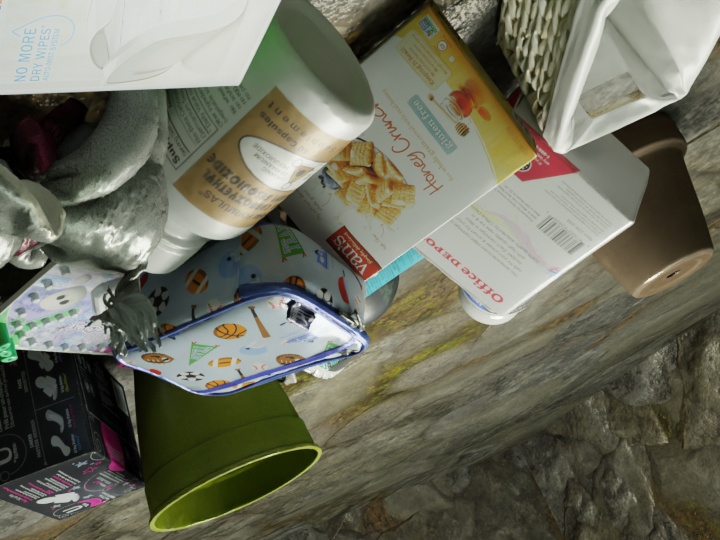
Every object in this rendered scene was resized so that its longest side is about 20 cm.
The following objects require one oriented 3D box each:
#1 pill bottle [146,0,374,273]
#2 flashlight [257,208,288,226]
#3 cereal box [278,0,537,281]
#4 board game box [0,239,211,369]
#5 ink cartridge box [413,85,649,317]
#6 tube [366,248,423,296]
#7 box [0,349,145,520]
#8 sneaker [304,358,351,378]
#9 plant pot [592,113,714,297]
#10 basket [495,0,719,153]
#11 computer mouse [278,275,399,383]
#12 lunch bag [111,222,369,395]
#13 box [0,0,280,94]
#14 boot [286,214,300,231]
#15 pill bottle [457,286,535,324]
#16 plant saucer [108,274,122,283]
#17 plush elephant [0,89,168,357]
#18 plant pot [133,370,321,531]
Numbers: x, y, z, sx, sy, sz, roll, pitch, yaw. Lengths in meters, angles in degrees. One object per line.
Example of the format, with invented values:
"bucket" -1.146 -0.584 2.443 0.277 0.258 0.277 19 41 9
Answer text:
"pill bottle" -0.095 -0.089 0.582 0.199 0.116 0.114 -36 157 25
"flashlight" -0.070 -0.001 0.749 0.067 0.068 0.200 -36 147 4
"cereal box" 0.023 -0.095 0.682 0.199 0.144 0.040 -37 -165 23
"board game box" -0.204 0.028 0.745 0.198 0.026 0.199 -36 157 20
"ink cartridge box" 0.149 -0.066 0.801 0.200 0.147 0.086 -42 -169 51
"tube" 0.000 0.000 0.931 0.198 0.050 0.078 -36 129 -8
"box" -0.318 0.171 0.891 0.112 0.134 0.201 -19 158 -7
"sneaker" -0.051 0.086 1.092 0.091 0.078 0.199 -38 158 19
"plant pot" 0.353 -0.067 1.072 0.197 0.177 0.201 -22 160 -9
"basket" 0.188 -0.207 0.630 0.133 0.125 0.201 -24 159 -7
"computer mouse" -0.032 0.046 0.985 0.197 0.053 0.141 -27 124 -15
"lunch bag" -0.091 0.042 0.691 0.197 0.077 0.160 -18 147 25
"box" -0.112 -0.184 0.376 0.174 0.098 0.200 -12 156 -38
"boot" 0.023 -0.085 0.800 0.129 0.069 0.200 -11 154 -45
"pill bottle" 0.188 -0.011 1.088 0.112 0.115 0.201 -21 158 -13
"plant saucer" -0.159 -0.028 0.755 0.197 0.037 0.201 -24 158 -10
"plush elephant" -0.195 -0.049 0.470 0.163 0.204 0.153 -30 156 30
"plant pot" -0.170 0.155 0.940 0.197 0.196 0.201 -22 158 -10
